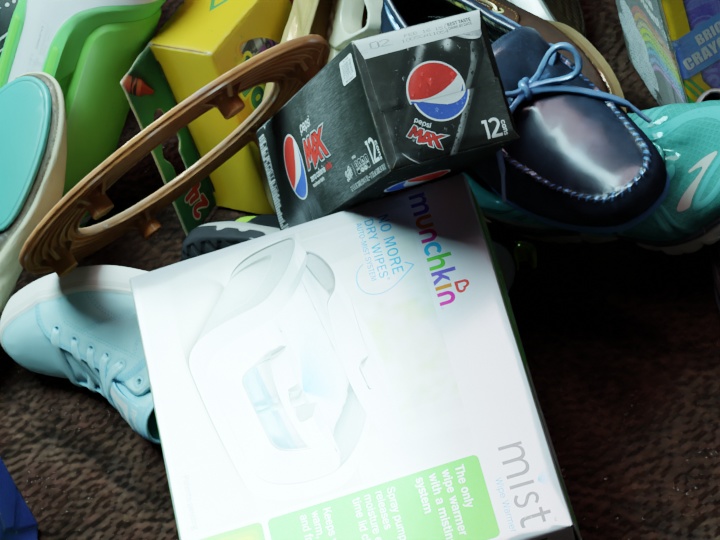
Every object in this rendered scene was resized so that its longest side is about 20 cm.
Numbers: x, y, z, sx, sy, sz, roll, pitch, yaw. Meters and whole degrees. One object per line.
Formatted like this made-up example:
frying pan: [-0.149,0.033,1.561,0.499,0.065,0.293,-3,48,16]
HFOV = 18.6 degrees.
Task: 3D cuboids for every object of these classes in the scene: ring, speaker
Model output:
ring: [-0.094,-0.056,1.158,0.200,0.200,0.019,-36,85,-17]
speaker: [-0.170,-0.114,1.281,0.088,0.201,0.089,16,35,-11]

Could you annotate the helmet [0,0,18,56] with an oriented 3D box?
helmet: [-0.249,-0.167,1.389,0.198,0.201,0.192,-4,50,19]

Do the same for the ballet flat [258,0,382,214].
ballet flat: [-0.013,-0.123,1.251,0.068,0.202,0.063,8,1,-31]

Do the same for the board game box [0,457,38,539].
board game box: [-0.265,0.178,1.078,0.198,0.097,0.160,-17,40,4]

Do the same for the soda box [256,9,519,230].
soda box: [0.008,-0.067,1.074,0.070,0.064,0.200,-16,-3,-17]

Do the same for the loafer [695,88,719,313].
loafer: [0.207,-0.017,1.117,0.071,0.063,0.201,-20,40,2]

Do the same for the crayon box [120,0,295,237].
crayon box: [-0.052,-0.124,1.303,0.050,0.127,0.200,11,51,33]

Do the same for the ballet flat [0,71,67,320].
ballet flat: [-0.210,-0.015,1.244,0.069,0.069,0.201,27,91,42]

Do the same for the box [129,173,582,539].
box: [0.000,0.081,1.040,0.175,0.097,0.201,-17,55,4]

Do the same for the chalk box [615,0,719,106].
chalk box: [0.201,-0.187,1.202,0.123,0.201,0.125,-21,40,-1]

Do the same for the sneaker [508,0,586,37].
sneaker: [0.074,-0.179,1.370,0.085,0.073,0.201,-45,42,17]

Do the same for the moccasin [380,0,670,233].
moccasin: [0.068,-0.085,1.095,0.080,0.068,0.200,-44,50,-14]

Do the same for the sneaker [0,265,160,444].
sneaker: [-0.119,0.050,1.178,0.198,0.074,0.082,0,44,27]

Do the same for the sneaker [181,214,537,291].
sneaker: [0.000,0.000,1.202,0.198,0.072,0.083,6,27,25]

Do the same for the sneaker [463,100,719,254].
sneaker: [0.125,-0.050,1.139,0.199,0.079,0.078,-9,71,46]

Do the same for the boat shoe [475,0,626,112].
boat shoe: [0.069,-0.125,1.270,0.070,0.071,0.200,-8,35,-38]
